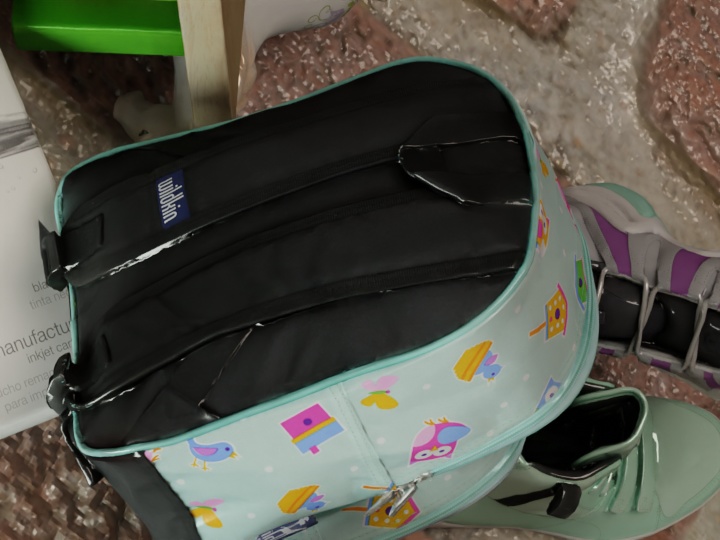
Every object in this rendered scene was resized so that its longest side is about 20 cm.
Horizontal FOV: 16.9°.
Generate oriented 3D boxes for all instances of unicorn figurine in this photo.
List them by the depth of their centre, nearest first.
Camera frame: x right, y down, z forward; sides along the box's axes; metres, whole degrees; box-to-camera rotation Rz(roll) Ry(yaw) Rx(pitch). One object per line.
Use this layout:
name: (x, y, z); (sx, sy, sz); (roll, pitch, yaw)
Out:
unicorn figurine: (-0.064, -0.126, 1.115); (0.200, 0.074, 0.137); (-28, 75, -19)

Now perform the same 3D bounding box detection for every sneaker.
sneaker: (0.116, 0.022, 1.130); (0.140, 0.200, 0.078); (-9, 114, -36)
sneaker: (0.124, 0.089, 1.150); (0.200, 0.118, 0.074); (-1, 77, -33)

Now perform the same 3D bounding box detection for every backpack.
backpack: (-0.005, 0.016, 0.950); (0.153, 0.200, 0.176); (51, 20, -40)

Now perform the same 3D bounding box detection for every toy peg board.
toy peg board: (-0.096, -0.192, 0.996); (0.098, 0.200, 0.199); (3, 68, 0)

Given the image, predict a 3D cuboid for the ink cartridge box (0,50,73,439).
ink cartridge box: (-0.203, -0.017, 0.997); (0.146, 0.085, 0.200); (-22, 87, -34)
